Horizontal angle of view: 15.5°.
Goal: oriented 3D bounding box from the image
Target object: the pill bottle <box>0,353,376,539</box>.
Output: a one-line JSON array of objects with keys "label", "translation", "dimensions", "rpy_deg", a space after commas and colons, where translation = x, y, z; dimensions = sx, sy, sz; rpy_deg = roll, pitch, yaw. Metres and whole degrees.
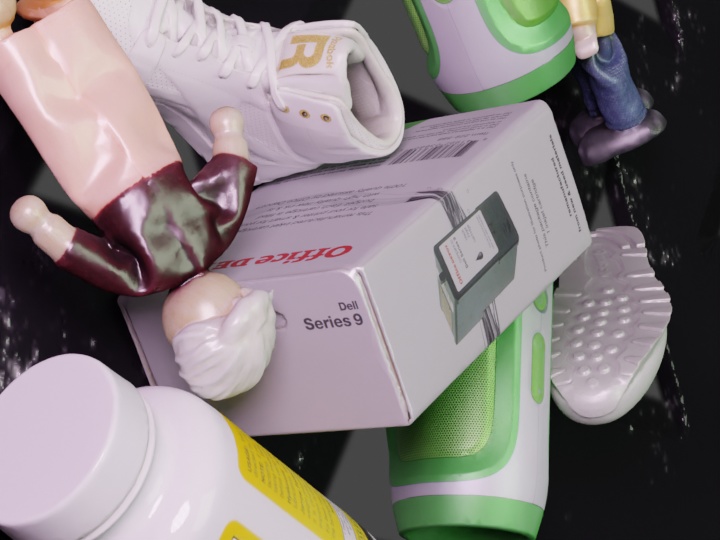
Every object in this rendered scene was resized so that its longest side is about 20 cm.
[{"label": "pill bottle", "translation": [-0.080, 0.119, 1.171], "dimensions": [0.200, 0.111, 0.112], "rpy_deg": [43, 50, -42]}]

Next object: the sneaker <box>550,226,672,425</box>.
[{"label": "sneaker", "translation": [0.141, 0.045, 1.497], "dimensions": [0.200, 0.076, 0.081], "rpy_deg": [-72, 159, -65]}]

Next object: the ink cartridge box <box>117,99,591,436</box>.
[{"label": "ink cartridge box", "translation": [0.000, 0.000, 1.281], "dimensions": [0.200, 0.146, 0.084], "rpy_deg": [-41, 117, -50]}]

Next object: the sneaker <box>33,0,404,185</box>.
[{"label": "sneaker", "translation": [-0.060, -0.110, 1.245], "dimensions": [0.200, 0.115, 0.074], "rpy_deg": [36, 57, -44]}]

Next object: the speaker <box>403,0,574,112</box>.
[{"label": "speaker", "translation": [0.048, -0.190, 1.428], "dimensions": [0.088, 0.088, 0.201], "rpy_deg": [-49, 122, -47]}]

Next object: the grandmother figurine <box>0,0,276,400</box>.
[{"label": "grandmother figurine", "translation": [-0.098, -0.035, 1.164], "dimensions": [0.121, 0.061, 0.200], "rpy_deg": [-29, 88, -19]}]

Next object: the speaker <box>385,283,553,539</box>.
[{"label": "speaker", "translation": [0.060, 0.043, 1.408], "dimensions": [0.088, 0.088, 0.201], "rpy_deg": [22, 65, -51]}]

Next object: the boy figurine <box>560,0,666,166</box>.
[{"label": "boy figurine", "translation": [0.115, -0.160, 1.536], "dimensions": [0.200, 0.064, 0.124], "rpy_deg": [60, 6, -25]}]
